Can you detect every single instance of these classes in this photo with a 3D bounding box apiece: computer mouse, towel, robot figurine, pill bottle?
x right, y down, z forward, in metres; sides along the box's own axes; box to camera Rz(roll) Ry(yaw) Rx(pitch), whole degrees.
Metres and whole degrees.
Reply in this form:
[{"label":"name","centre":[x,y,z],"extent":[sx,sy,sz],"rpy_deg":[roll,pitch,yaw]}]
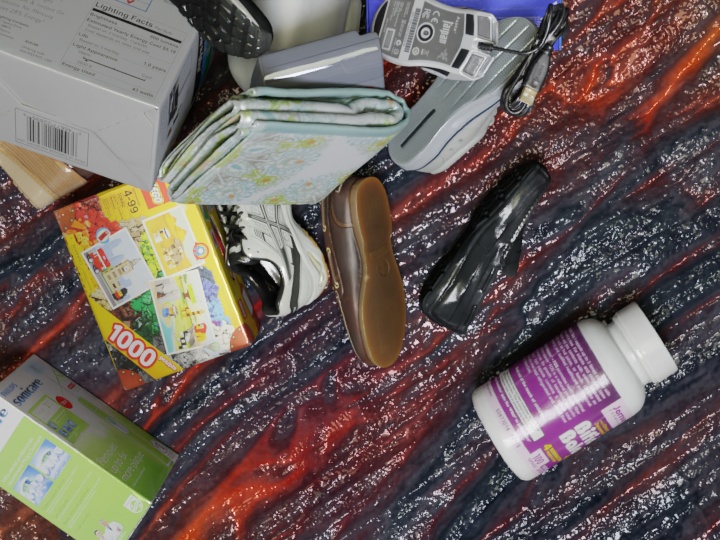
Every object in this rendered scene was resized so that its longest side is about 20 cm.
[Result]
[{"label":"computer mouse","centre":[0.101,-0.221,1.222],"extent":[0.198,0.044,0.111],"rpy_deg":[21,96,29]},{"label":"towel","centre":[-0.073,-0.116,1.198],"extent":[0.171,0.198,0.049],"rpy_deg":[-33,66,47]},{"label":"robot figurine","centre":[-0.069,-0.251,1.259],"extent":[0.167,0.113,0.203],"rpy_deg":[6,102,-32]},{"label":"pill bottle","centre":[0.224,0.121,1.313],"extent":[0.199,0.112,0.113],"rpy_deg":[-34,97,9]}]

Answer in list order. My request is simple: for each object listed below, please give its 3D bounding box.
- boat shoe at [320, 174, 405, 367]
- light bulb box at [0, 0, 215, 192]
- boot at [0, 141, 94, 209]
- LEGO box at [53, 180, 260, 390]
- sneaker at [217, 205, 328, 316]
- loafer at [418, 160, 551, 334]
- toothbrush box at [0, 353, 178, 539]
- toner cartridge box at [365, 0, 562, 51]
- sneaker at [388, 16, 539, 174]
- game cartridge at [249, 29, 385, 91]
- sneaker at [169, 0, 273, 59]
[{"label":"boat shoe","centre":[0.000,0.000,1.331],"extent":[0.070,0.070,0.204],"rpy_deg":[1,100,42]},{"label":"light bulb box","centre":[-0.253,-0.215,1.219],"extent":[0.195,0.202,0.125],"rpy_deg":[20,143,-1]},{"label":"boot","centre":[-0.333,-0.185,1.320],"extent":[0.166,0.072,0.200],"rpy_deg":[-43,95,-3]},{"label":"LEGO box","centre":[-0.211,0.001,1.331],"extent":[0.147,0.077,0.203],"rpy_deg":[-20,99,7]},{"label":"sneaker","centre":[-0.112,-0.045,1.301],"extent":[0.075,0.087,0.201],"rpy_deg":[-30,96,47]},{"label":"loafer","centre":[0.138,-0.023,1.317],"extent":[0.070,0.068,0.202],"rpy_deg":[32,106,-11]},{"label":"toothbrush box","centre":[-0.306,0.195,1.337],"extent":[0.199,0.146,0.087],"rpy_deg":[34,101,-3]},{"label":"toner cartridge box","centre":[0.104,-0.269,1.282],"extent":[0.196,0.043,0.097],"rpy_deg":[0,102,3]},{"label":"sneaker","centre":[0.112,-0.175,1.275],"extent":[0.200,0.070,0.074],"rpy_deg":[-41,62,27]},{"label":"game cartridge","centre":[-0.041,-0.158,1.231],"extent":[0.131,0.200,0.041],"rpy_deg":[-12,70,-1]},{"label":"sneaker","centre":[-0.141,-0.282,1.167],"extent":[0.199,0.076,0.087],"rpy_deg":[41,60,13]}]
